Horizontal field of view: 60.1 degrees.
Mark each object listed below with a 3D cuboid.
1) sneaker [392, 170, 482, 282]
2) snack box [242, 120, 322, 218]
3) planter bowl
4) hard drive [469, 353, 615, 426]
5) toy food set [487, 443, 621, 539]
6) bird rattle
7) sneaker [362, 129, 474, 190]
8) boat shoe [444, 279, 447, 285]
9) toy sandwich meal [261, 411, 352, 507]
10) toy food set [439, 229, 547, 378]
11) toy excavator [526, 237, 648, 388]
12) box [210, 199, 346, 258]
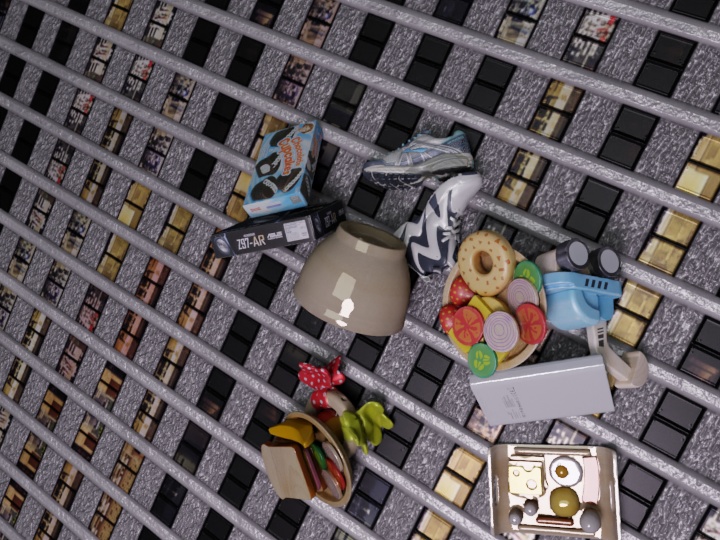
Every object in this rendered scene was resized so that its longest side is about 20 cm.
[{"bbox_3d":[0.154,-0.061,1.052,0.199,0.079,0.130,-41,67,15],"label":"sneaker"},{"bbox_3d":[-0.140,-0.189,1.149,0.115,0.037,0.201,-10,48,20],"label":"snack box"},{"bbox_3d":[0.000,0.000,1.038,0.199,0.200,0.136,26,109,21],"label":"planter bowl"},{"bbox_3d":[0.284,0.191,0.974,0.198,0.132,0.026,-13,43,20],"label":"hard drive"},{"bbox_3d":[0.303,0.355,0.986,0.198,0.060,0.145,-4,86,21],"label":"toy food set"},{"bbox_3d":[-0.053,0.262,1.115,0.199,0.112,0.164,36,116,22],"label":"bird rattle"},{"bbox_3d":[0.100,-0.198,1.102,0.198,0.078,0.087,-4,73,14],"label":"sneaker"},{"bbox_3d":[0.216,0.086,1.035,0.067,0.072,0.201,-33,69,18],"label":"boat shoe"},{"bbox_3d":[-0.098,0.342,1.101,0.204,0.070,0.207,26,128,39],"label":"toy sandwich meal"},{"bbox_3d":[0.199,0.055,0.953,0.198,0.048,0.201,51,123,35],"label":"toy food set"},{"bbox_3d":[0.349,0.071,0.949,0.100,0.193,0.202,156,121,-62],"label":"toy excavator"},{"bbox_3d":[-0.144,-0.076,1.125,0.198,0.160,0.044,-9,103,22],"label":"box"}]
